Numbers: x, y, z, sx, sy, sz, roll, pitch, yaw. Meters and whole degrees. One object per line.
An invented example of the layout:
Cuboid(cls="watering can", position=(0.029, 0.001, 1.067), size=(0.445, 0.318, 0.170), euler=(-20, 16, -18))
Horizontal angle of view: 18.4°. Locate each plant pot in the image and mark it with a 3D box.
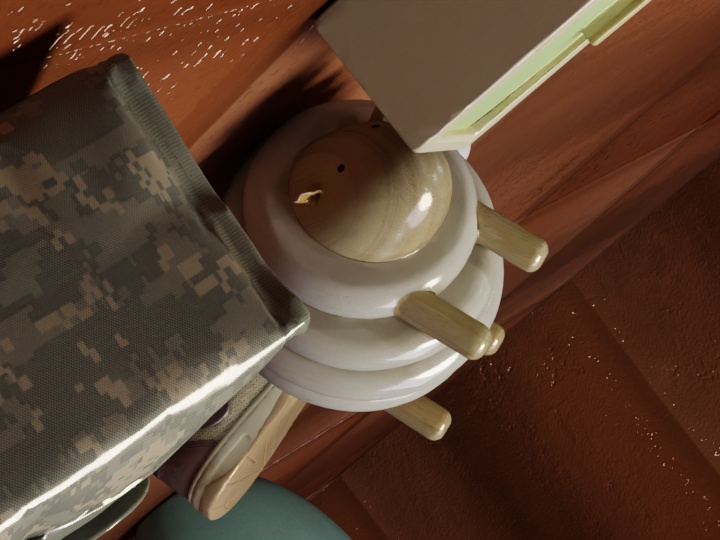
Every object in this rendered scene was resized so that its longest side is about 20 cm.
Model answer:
Cuboid(cls="plant pot", position=(-0.120, 0.252, 1.932), size=(0.200, 0.135, 0.200), euler=(-38, 173, -5))

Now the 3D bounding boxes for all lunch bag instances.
Cuboid(cls="lunch bag", position=(-0.136, 0.049, 0.656), size=(0.164, 0.118, 0.200), euler=(-33, 177, -34))

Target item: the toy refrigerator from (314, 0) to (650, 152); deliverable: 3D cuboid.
Cuboid(cls="toy refrigerator", position=(0.086, -0.128, 0.811), size=(0.200, 0.070, 0.076), euler=(-41, 172, 15))

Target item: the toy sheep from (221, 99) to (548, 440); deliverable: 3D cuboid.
Cuboid(cls="toy sheep", position=(0.000, 0.000, 0.939), size=(0.138, 0.138, 0.200), euler=(-34, 163, -26))

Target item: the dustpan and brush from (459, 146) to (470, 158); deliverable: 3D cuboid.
Cuboid(cls="dustpan and brush", position=(-0.002, -0.019, 1.187), size=(0.199, 0.057, 0.140), euler=(-28, 171, -20))

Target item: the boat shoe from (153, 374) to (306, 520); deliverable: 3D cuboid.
Cuboid(cls="boat shoe", position=(-0.054, 0.050, 1.273), size=(0.200, 0.065, 0.072), euler=(-55, 173, -27))
